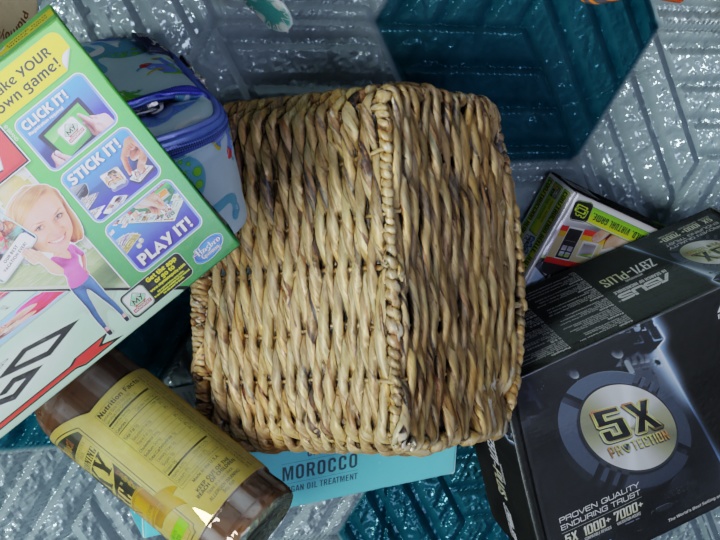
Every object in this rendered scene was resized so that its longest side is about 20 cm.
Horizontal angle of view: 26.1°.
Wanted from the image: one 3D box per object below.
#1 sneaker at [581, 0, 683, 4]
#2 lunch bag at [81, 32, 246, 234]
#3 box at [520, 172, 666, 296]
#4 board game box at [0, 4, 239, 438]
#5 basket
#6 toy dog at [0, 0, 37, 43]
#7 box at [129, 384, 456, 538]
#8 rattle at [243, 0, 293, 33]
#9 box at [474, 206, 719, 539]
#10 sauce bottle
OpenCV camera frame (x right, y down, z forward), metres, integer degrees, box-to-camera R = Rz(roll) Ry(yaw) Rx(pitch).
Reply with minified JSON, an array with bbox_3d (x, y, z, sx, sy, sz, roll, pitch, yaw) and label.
[{"bbox_3d":[0.220,-0.170,0.936,0.199,0.078,0.113,-21,120,-14],"label":"sneaker"},{"bbox_3d":[-0.164,-0.044,0.773,0.199,0.161,0.083,-19,120,-14],"label":"lunch bag"},{"bbox_3d":[0.180,0.021,1.035,0.199,0.035,0.111,21,104,-31],"label":"box"},{"bbox_3d":[-0.171,-0.001,0.683,0.200,0.029,0.135,-39,119,-2],"label":"board game box"},{"bbox_3d":[0.000,0.000,0.881,0.142,0.148,0.201,-3,89,-53],"label":"basket"},{"bbox_3d":[-0.213,-0.183,0.720,0.131,0.097,0.200,16,146,9],"label":"toy dog"},{"bbox_3d":[-0.047,0.101,0.943,0.199,0.082,0.049,-9,118,-20],"label":"box"},{"bbox_3d":[-0.113,-0.202,0.778,0.142,0.131,0.200,-17,147,-4],"label":"rattle"},{"bbox_3d":[0.173,0.078,0.986,0.199,0.086,0.165,-22,121,-13],"label":"box"},{"bbox_3d":[-0.130,0.083,0.844,0.065,0.200,0.065,-48,164,-19],"label":"sauce bottle"}]
